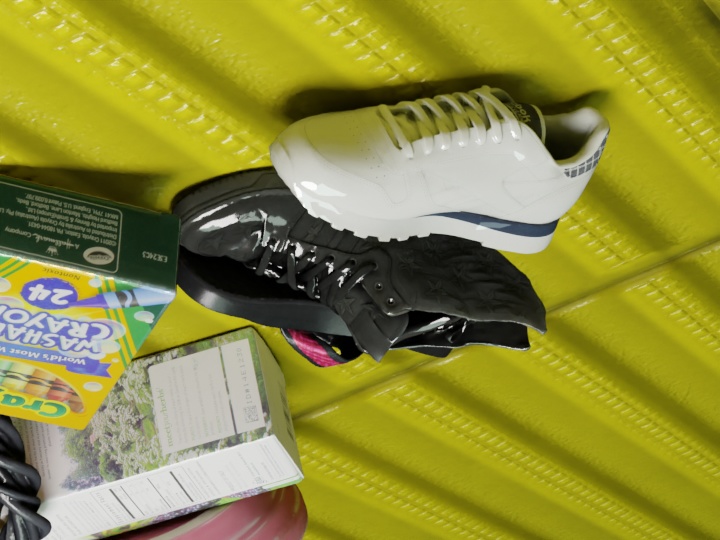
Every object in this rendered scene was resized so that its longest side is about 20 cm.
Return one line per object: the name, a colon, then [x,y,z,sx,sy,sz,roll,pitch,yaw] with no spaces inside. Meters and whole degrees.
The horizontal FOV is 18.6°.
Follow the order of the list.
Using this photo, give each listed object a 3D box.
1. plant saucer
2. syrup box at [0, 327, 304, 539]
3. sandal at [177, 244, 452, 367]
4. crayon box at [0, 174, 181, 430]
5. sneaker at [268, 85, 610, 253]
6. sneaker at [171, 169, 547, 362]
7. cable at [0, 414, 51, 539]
plant saucer: [-0.135,0.173,1.464,0.199,0.051,0.201,-16,-161,5]
syrup box: [-0.145,0.112,1.398,0.198,0.079,0.082,-17,152,6]
sandal: [-0.032,0.025,1.279,0.199,0.075,0.045,12,116,-36]
crayon box: [-0.189,0.026,1.205,0.125,0.052,0.200,13,147,-19]
sneaker: [0.042,-0.064,1.161,0.199,0.077,0.081,1,140,-39]
sneaker: [-0.001,0.001,1.217,0.198,0.105,0.060,-3,154,-21]
cable: [-0.268,0.138,1.291,0.162,0.051,0.201,-17,125,-10]
